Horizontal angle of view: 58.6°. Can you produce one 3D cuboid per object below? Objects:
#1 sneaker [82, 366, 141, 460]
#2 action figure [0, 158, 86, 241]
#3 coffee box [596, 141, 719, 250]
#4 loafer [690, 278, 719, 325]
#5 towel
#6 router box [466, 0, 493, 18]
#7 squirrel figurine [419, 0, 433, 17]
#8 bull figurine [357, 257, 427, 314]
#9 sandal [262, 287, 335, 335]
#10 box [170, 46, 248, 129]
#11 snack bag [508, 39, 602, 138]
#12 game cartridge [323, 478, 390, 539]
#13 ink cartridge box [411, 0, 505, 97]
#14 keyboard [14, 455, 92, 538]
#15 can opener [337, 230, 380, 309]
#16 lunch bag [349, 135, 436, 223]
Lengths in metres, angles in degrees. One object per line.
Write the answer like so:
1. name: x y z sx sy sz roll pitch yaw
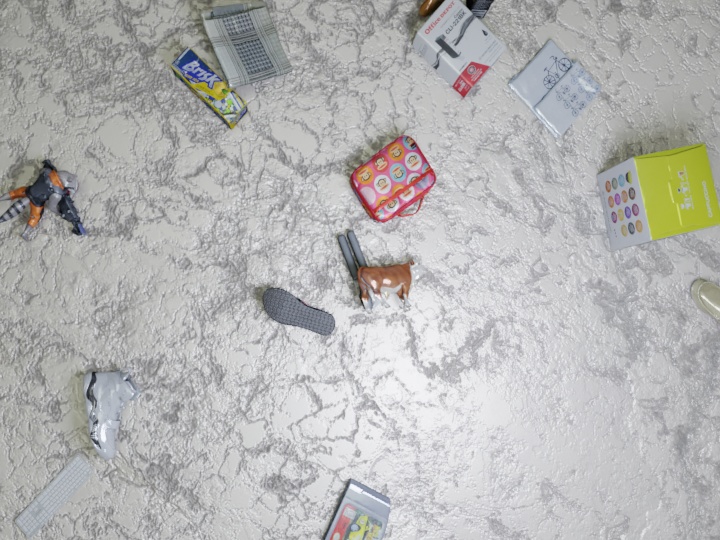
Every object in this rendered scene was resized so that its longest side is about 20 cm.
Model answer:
1. sneaker: -0.567 0.326 1.484 0.111 0.075 0.207 -13 84 -4
2. action figure: -0.733 -0.153 1.495 0.192 0.105 0.202 -37 88 2
3. coffee box: 0.739 -0.180 1.602 0.193 0.198 0.207 -11 87 -7
4. loafer: 0.945 0.098 1.666 0.199 0.068 0.076 43 83 -1
5. towel: -0.279 -0.562 1.577 0.189 0.034 0.205 -24 88 -28
6. router box: 0.310 -0.775 1.626 0.050 0.157 0.208 1 86 -5
7. squirrel figurine: 0.178 -0.798 1.643 0.198 0.142 0.188 -38 79 -21
8. bull figurine: 0.079 0.034 1.549 0.194 0.065 0.125 -3 72 -28
9. sandal: -0.154 0.104 1.568 0.196 0.045 0.077 26 88 -18
10. box: -0.368 -0.445 1.574 0.199 0.064 0.070 44 82 -2
11. snack bag: 0.513 -0.485 1.692 0.200 0.021 0.189 45 83 -1
12. game cartridge: -0.010 0.623 1.541 0.130 0.041 0.205 26 83 -7
13. ink cartridge box: 0.249 -0.573 1.639 0.199 0.084 0.145 43 83 -1
14. keyboard: -0.709 0.523 1.486 0.056 0.011 0.200 43 82 -1
15. can opener: 0.000 0.000 1.580 0.051 0.067 0.206 -21 83 -6
16. lunch bag: 0.086 -0.214 1.599 0.198 0.082 0.179 -35 93 -6
